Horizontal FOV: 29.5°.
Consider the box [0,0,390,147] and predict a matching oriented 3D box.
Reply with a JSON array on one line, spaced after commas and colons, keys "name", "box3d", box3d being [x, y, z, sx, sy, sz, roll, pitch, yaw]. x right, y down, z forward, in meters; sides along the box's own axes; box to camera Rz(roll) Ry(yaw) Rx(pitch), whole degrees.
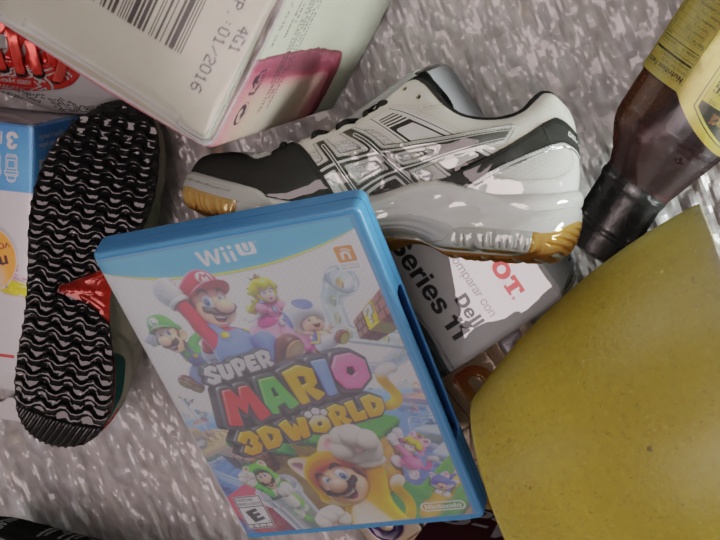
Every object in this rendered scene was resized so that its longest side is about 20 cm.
[{"name": "box", "box3d": [-0.069, -0.147, 0.687, 0.127, 0.200, 0.110, 31, 107, 8]}]

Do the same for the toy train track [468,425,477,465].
[{"name": "toy train track", "box3d": [0.120, 0.143, 0.778, 0.114, 0.033, 0.202, -4, 101, 15]}]

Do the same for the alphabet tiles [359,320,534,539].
[{"name": "alphabet tiles", "box3d": [0.097, 0.129, 0.802, 0.200, 0.008, 0.168, -38, 90, 19]}]

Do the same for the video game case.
[{"name": "video game case", "box3d": [-0.031, 0.056, 0.692, 0.142, 0.018, 0.201, -9, 124, 22]}]

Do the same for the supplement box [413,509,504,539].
[{"name": "supplement box", "box3d": [0.083, 0.241, 0.780, 0.108, 0.061, 0.202, 10, 113, 21]}]

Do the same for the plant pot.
[{"name": "plant pot", "box3d": [0.137, 0.087, 0.675, 0.141, 0.200, 0.202, -21, 95, 13]}]

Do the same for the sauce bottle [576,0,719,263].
[{"name": "sauce bottle", "box3d": [0.175, -0.093, 0.707, 0.066, 0.066, 0.201, 32, 109, 6]}]

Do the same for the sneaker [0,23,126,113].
[{"name": "sneaker", "box3d": [-0.215, -0.128, 0.778, 0.200, 0.108, 0.068, 15, 105, 11]}]

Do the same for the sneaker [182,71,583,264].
[{"name": "sneaker", "box3d": [0.011, -0.053, 0.676, 0.198, 0.076, 0.089, 4, 85, 11]}]

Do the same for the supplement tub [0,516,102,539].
[{"name": "supplement tub", "box3d": [-0.151, 0.229, 0.827, 0.198, 0.123, 0.124, 11, 104, 13]}]

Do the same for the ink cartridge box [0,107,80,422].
[{"name": "ink cartridge box", "box3d": [-0.235, 0.003, 0.831, 0.114, 0.068, 0.202, 6, 103, 14]}]

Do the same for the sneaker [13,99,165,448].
[{"name": "sneaker", "box3d": [-0.156, 0.003, 0.805, 0.070, 0.093, 0.202, 8, 83, -2]}]

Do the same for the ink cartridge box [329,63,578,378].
[{"name": "ink cartridge box", "box3d": [0.000, 0.000, 0.760, 0.199, 0.083, 0.147, -35, 92, 18]}]
